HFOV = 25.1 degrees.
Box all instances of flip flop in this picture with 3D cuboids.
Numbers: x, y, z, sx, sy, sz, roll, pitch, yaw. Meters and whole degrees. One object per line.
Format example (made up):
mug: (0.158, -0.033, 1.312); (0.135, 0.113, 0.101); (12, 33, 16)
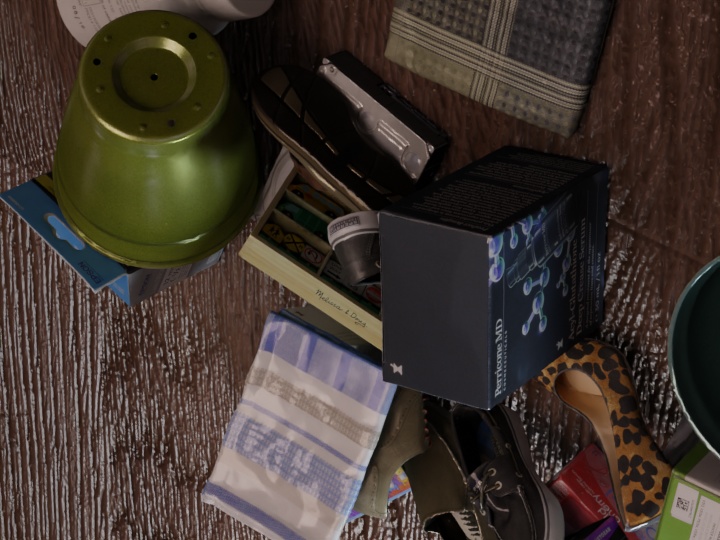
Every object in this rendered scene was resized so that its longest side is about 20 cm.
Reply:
flip flop: (-0.026, -0.100, 1.435); (0.200, 0.081, 0.058); (45, 143, 6)

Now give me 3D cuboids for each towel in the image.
towel: (-0.057, 0.152, 1.466); (0.146, 0.024, 0.201); (27, 104, 24)
towel: (0.118, -0.230, 1.344); (0.199, 0.034, 0.194); (27, 126, 24)

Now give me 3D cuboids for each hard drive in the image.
hard drive: (-0.013, -0.083, 1.498); (0.140, 0.038, 0.201); (41, 128, 16)

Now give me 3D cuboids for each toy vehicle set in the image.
toy vehicle set: (0.000, 0.000, 1.421); (0.199, 0.124, 0.027); (33, 127, -5)

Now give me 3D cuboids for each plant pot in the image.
plant pot: (-0.184, -0.130, 1.452); (0.200, 0.200, 0.193); (46, 161, 13)
plant pot: (0.350, 0.053, 1.211); (0.199, 0.134, 0.202); (16, 118, 33)

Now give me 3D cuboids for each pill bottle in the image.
pill bottle: (-0.177, -0.267, 1.494); (0.199, 0.114, 0.115); (-2, 108, 38)

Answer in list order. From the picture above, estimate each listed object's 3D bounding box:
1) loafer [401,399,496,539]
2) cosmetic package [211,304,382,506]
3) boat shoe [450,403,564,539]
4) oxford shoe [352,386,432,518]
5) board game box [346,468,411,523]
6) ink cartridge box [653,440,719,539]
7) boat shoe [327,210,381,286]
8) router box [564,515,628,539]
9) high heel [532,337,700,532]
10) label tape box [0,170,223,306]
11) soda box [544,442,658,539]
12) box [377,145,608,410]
loafer: (0.085, 0.208, 1.523); (0.200, 0.070, 0.075); (52, 131, 8)
cosmetic package: (-0.056, 0.136, 1.539); (0.081, 0.113, 0.201); (31, 107, 24)
boat shoe: (0.121, 0.185, 1.415); (0.070, 0.066, 0.201); (-53, 30, 30)
oxford shoe: (0.038, 0.133, 1.496); (0.074, 0.070, 0.201); (26, 90, 6)
board game box: (-0.039, 0.181, 1.627); (0.200, 0.039, 0.159); (-33, 87, 41)
ink cartridge box: (0.353, 0.196, 1.260); (0.199, 0.148, 0.076); (25, 123, 27)
boat shoe: (0.043, -0.008, 1.377); (0.068, 0.199, 0.057); (-26, 70, 33)
router box: (0.184, 0.319, 1.417); (0.200, 0.051, 0.150); (-37, 84, 44)
high heel: (0.188, 0.133, 1.361); (0.199, 0.143, 0.072); (19, 146, 28)
label tape box: (-0.243, -0.041, 1.584); (0.143, 0.200, 0.066); (41, 131, 16)
soda box: (0.241, 0.254, 1.422); (0.200, 0.070, 0.063); (47, 132, 11)
box: (0.112, 0.000, 1.328); (0.107, 0.200, 0.149); (14, 117, 33)
